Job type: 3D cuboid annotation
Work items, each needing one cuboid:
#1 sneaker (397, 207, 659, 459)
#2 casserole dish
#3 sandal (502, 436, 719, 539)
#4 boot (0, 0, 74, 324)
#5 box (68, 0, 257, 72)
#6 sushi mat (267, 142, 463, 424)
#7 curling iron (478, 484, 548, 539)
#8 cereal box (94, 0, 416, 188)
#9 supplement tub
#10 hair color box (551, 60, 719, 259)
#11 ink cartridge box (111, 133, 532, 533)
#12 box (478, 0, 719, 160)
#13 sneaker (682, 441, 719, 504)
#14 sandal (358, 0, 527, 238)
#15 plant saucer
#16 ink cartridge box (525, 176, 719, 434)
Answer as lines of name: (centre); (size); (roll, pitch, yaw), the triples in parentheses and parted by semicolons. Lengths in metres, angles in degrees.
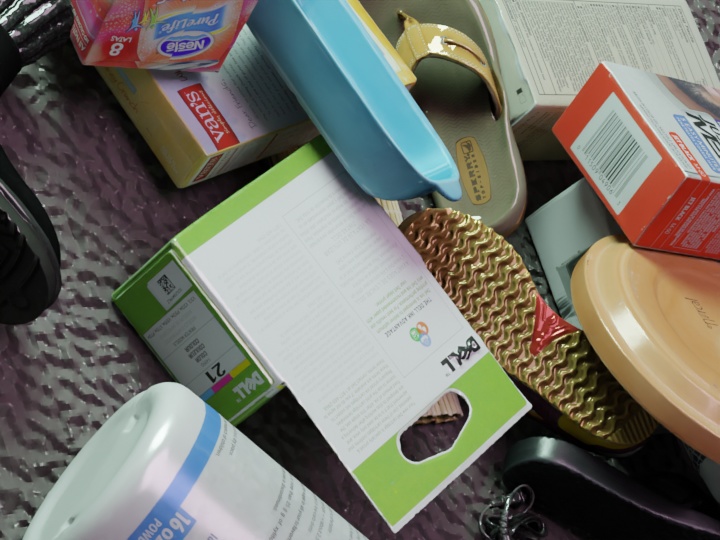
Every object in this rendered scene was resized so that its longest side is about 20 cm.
sneaker: (0.095, 0.046, 1.526); (0.200, 0.090, 0.075); (42, 74, 7)
casserole dish: (-0.013, -0.114, 1.452); (0.201, 0.039, 0.121); (56, 14, 5)
sandal: (0.178, 0.145, 1.529); (0.200, 0.075, 0.048); (31, 53, -22)
boot: (-0.202, -0.088, 1.339); (0.211, 0.079, 0.158); (51, 42, -3)
box: (-0.134, -0.219, 1.427); (0.094, 0.103, 0.201); (0, 50, -34)
sushi mat: (0.000, 0.000, 1.512); (0.095, 0.012, 0.201); (3, 62, -41)
curling iron: (0.153, 0.184, 1.518); (0.199, 0.026, 0.050); (28, 52, -26)
cereal box: (-0.075, -0.138, 1.507); (0.199, 0.040, 0.144); (-22, 72, -46)
supplement tub: (-0.063, 0.164, 1.260); (0.200, 0.132, 0.132); (40, 44, -13)
hair color box: (0.230, -0.063, 1.598); (0.199, 0.064, 0.111); (9, 38, -44)
ink cartridge box: (-0.020, 0.046, 1.407); (0.200, 0.076, 0.148); (53, 47, 0)
box: (0.148, -0.131, 1.681); (0.199, 0.078, 0.096); (-1, 64, -42)
sneaker: (0.258, 0.120, 1.588); (0.080, 0.077, 0.200); (39, 6, 17)
sandal: (0.052, -0.114, 1.579); (0.054, 0.080, 0.201); (26, 44, -71)
plant saucer: (0.218, 0.048, 1.514); (0.199, 0.032, 0.201); (28, 29, -17)
ink cartridge box: (0.186, 0.004, 1.636); (0.115, 0.067, 0.201); (-1, 65, -42)
